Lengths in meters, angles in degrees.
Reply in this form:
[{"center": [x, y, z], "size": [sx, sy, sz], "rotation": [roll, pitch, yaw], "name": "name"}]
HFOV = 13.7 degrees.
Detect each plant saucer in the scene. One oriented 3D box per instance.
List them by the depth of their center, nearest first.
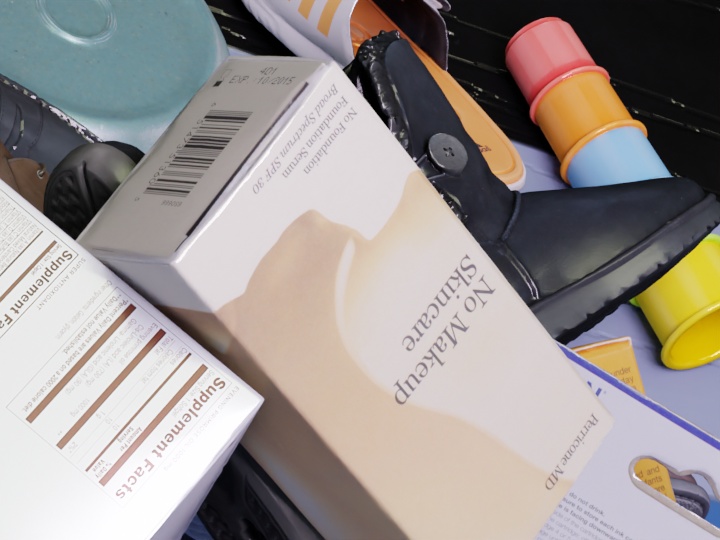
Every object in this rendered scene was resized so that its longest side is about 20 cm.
[{"center": [-0.141, -0.114, 1.432], "size": [0.199, 0.036, 0.200], "rotation": [19, 45, -20], "name": "plant saucer"}]

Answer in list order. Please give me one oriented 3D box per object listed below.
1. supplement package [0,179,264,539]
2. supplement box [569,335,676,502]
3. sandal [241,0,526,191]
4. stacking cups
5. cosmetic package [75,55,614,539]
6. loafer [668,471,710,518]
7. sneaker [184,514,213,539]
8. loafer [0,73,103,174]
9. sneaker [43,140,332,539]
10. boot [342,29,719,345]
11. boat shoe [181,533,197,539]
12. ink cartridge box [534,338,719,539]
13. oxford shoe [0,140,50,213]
[{"center": [-0.171, 0.064, 1.114], "size": [0.200, 0.191, 0.147], "rotation": [39, 65, 4], "name": "supplement package"}, {"center": [0.103, 0.132, 1.288], "size": [0.069, 0.066, 0.201], "rotation": [-17, 91, -26], "name": "supplement box"}, {"center": [0.020, -0.117, 1.497], "size": [0.079, 0.059, 0.207], "rotation": [-11, 46, -46], "name": "sandal"}, {"center": [0.138, -0.047, 1.538], "size": [0.060, 0.061, 0.200], "rotation": [-5, 56, -36], "name": "stacking cups"}, {"center": [-0.003, 0.025, 1.117], "size": [0.200, 0.071, 0.105], "rotation": [49, 66, -30], "name": "cosmetic package"}, {"center": [0.068, 0.099, 1.360], "size": [0.199, 0.072, 0.063], "rotation": [-3, 51, -32], "name": "loafer"}, {"center": [-0.096, 0.027, 1.231], "size": [0.200, 0.074, 0.082], "rotation": [47, 52, -23], "name": "sneaker"}, {"center": [-0.176, -0.058, 1.324], "size": [0.200, 0.070, 0.068], "rotation": [26, 71, -10], "name": "loafer"}, {"center": [-0.045, 0.016, 1.180], "size": [0.114, 0.076, 0.200], "rotation": [-48, 116, -35], "name": "sneaker"}, {"center": [0.062, -0.045, 1.398], "size": [0.200, 0.076, 0.168], "rotation": [-30, 81, -39], "name": "boot"}, {"center": [-0.062, 0.078, 1.298], "size": [0.067, 0.057, 0.200], "rotation": [-7, 58, -37], "name": "boat shoe"}, {"center": [0.100, 0.153, 1.224], "size": [0.196, 0.200, 0.043], "rotation": [32, 7, 10], "name": "ink cartridge box"}, {"center": [-0.160, -0.026, 1.273], "size": [0.084, 0.073, 0.201], "rotation": [-19, 97, -33], "name": "oxford shoe"}]
